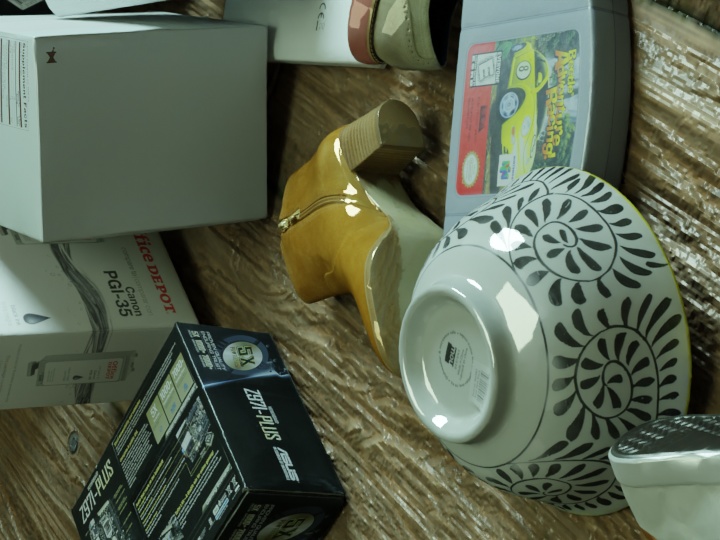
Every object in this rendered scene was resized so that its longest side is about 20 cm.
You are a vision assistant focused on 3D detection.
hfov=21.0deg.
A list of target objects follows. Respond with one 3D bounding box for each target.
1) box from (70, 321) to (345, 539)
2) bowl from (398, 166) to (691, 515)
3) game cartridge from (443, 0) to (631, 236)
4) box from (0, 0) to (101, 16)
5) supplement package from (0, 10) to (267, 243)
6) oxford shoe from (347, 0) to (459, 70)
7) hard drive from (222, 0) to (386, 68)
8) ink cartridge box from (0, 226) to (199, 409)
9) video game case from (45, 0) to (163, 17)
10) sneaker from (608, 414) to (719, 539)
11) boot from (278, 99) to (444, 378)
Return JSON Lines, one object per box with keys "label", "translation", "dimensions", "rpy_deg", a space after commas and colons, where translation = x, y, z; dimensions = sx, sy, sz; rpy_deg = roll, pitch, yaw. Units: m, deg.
{"label": "box", "translation": [-0.114, 0.168, 1.395], "dimensions": [0.201, 0.085, 0.164], "rpy_deg": [-59, 41, 29]}
{"label": "bowl", "translation": [0.083, 0.047, 1.093], "dimensions": [0.200, 0.093, 0.203], "rpy_deg": [16, 110, 53]}
{"label": "game cartridge", "translation": [0.107, -0.092, 1.175], "dimensions": [0.133, 0.041, 0.202], "rpy_deg": [-1, 83, 51]}
{"label": "box", "translation": [-0.247, -0.315, 1.606], "dimensions": [0.199, 0.124, 0.198], "rpy_deg": [-11, 52, 53]}
{"label": "supplement package", "translation": [-0.197, -0.115, 1.459], "dimensions": [0.199, 0.190, 0.149], "rpy_deg": [18, 111, 56]}
{"label": "oxford shoe", "translation": [0.054, -0.227, 1.269], "dimensions": [0.074, 0.070, 0.202], "rpy_deg": [17, 97, 28]}
{"label": "hard drive", "translation": [-0.035, -0.217, 1.410], "dimensions": [0.199, 0.026, 0.133], "rpy_deg": [12, 93, 55]}
{"label": "ink cartridge box", "translation": [-0.241, 0.026, 1.496], "dimensions": [0.147, 0.198, 0.083], "rpy_deg": [61, 142, 40]}
{"label": "video game case", "translation": [-0.117, -0.253, 1.422], "dimensions": [0.199, 0.024, 0.182], "rpy_deg": [1, 41, 50]}
{"label": "sneaker", "translation": [0.219, 0.115, 0.962], "dimensions": [0.199, 0.073, 0.085], "rpy_deg": [-5, 109, 49]}
{"label": "boot", "translation": [-0.001, -0.001, 1.293], "dimensions": [0.144, 0.070, 0.203], "rpy_deg": [-40, 49, 52]}
